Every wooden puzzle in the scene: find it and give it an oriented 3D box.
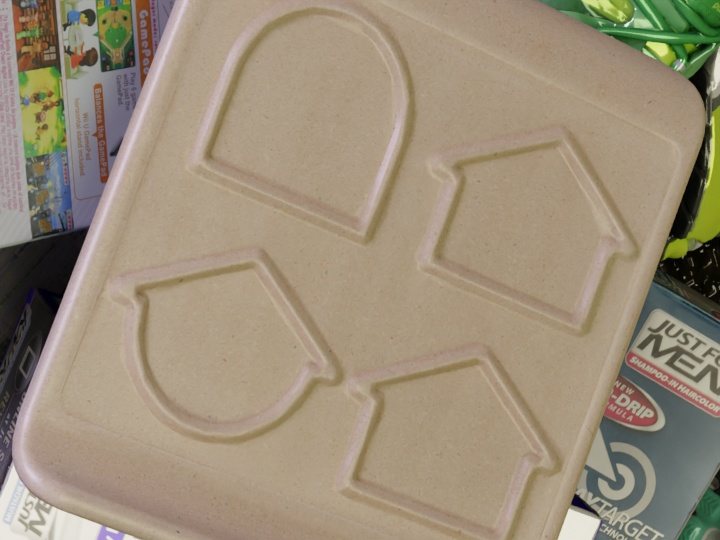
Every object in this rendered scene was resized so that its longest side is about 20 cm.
[{"bbox_3d":[0.000,0.000,0.834,0.184,0.046,0.201,23,80,-27],"label":"wooden puzzle"}]

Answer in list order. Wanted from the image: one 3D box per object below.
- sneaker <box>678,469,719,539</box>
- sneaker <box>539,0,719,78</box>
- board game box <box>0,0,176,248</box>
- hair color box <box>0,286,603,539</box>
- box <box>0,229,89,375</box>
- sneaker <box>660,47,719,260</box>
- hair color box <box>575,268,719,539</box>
[{"bbox_3d":[0.150,0.127,1.086,0.087,0.074,0.201,4,121,-54],"label":"sneaker"},{"bbox_3d":[0.088,-0.090,0.909,0.074,0.083,0.201,25,78,-53],"label":"sneaker"},{"bbox_3d":[-0.117,-0.085,0.806,0.199,0.064,0.149,-13,108,-35],"label":"board game box"},{"bbox_3d":[-0.033,0.092,0.896,0.199,0.065,0.110,21,96,-21],"label":"hair color box"},{"bbox_3d":[-0.147,0.005,0.884,0.144,0.036,0.200,-47,124,-3],"label":"box"},{"bbox_3d":[0.144,-0.102,0.987,0.081,0.074,0.201,-6,120,-38],"label":"sneaker"},{"bbox_3d":[0.077,0.098,1.003,0.060,0.100,0.201,30,96,-1],"label":"hair color box"}]
